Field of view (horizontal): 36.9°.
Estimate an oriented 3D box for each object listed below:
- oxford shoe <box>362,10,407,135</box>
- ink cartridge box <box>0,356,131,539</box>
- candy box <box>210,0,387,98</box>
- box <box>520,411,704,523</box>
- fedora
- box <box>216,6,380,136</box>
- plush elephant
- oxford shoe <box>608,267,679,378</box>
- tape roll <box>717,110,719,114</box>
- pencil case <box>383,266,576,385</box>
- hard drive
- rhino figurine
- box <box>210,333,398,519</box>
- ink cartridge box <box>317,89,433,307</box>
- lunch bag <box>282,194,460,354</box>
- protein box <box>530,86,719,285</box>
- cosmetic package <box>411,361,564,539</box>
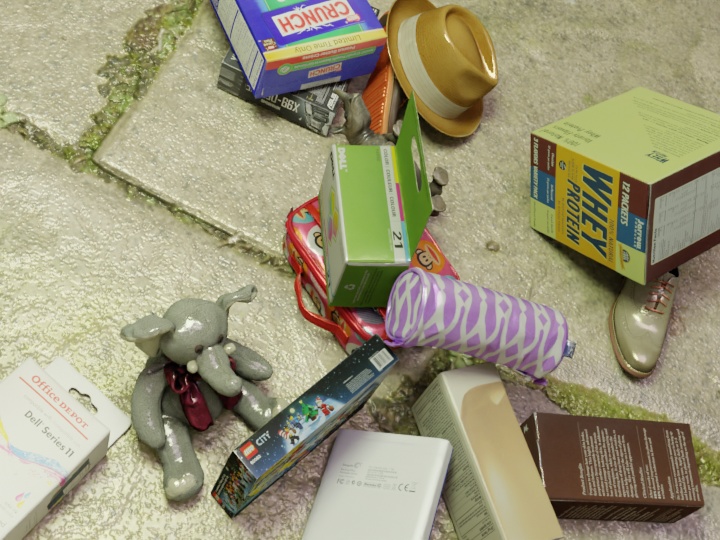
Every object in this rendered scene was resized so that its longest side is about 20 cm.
[{"bbox_3d":[0.048,-0.240,1.403,0.072,0.071,0.203,21,66,-27],"label":"oxford shoe"},{"bbox_3d":[-0.326,0.170,1.052,0.117,0.068,0.200,39,58,7],"label":"ink cartridge box"},{"bbox_3d":[-0.086,-0.327,1.343,0.167,0.077,0.202,-16,68,-24],"label":"candy box"},{"bbox_3d":[0.276,0.224,1.212,0.197,0.075,0.101,7,60,-16],"label":"box"},{"bbox_3d":[0.118,-0.275,1.389,0.199,0.081,0.204,22,60,-42],"label":"fedora"},{"bbox_3d":[-0.078,-0.290,1.400,0.156,0.050,0.202,23,57,-4],"label":"box"},{"bbox_3d":[-0.162,0.096,1.093,0.163,0.155,0.201,-26,72,-28],"label":"plush elephant"},{"bbox_3d":[0.357,0.035,1.341,0.070,0.074,0.202,17,58,-7],"label":"oxford shoe"},{"bbox_3d":[0.582,-0.160,1.526,0.199,0.071,0.205,7,60,-13],"label":"tape roll"},{"bbox_3d":[0.122,0.059,1.129,0.198,0.084,0.087,17,91,-22],"label":"pencil case"},{"bbox_3d":[0.008,0.259,1.093,0.130,0.025,0.202,1,53,27],"label":"hard drive"},{"bbox_3d":[0.028,-0.140,1.314,0.060,0.087,0.201,-39,89,-29],"label":"rhino figurine"},{"bbox_3d":[-0.058,0.159,1.102,0.199,0.137,0.038,-37,78,-31],"label":"box"},{"bbox_3d":[0.011,-0.073,1.127,0.075,0.201,0.150,0,61,-12],"label":"ink cartridge box"},{"bbox_3d":[0.000,0.000,1.249,0.175,0.082,0.201,-28,71,-25],"label":"lunch bag"},{"bbox_3d":[0.348,-0.111,1.335,0.198,0.137,0.198,-24,36,-27],"label":"protein box"},{"bbox_3d":[0.132,0.212,1.154,0.070,0.105,0.202,-10,66,-24],"label":"cosmetic package"}]
